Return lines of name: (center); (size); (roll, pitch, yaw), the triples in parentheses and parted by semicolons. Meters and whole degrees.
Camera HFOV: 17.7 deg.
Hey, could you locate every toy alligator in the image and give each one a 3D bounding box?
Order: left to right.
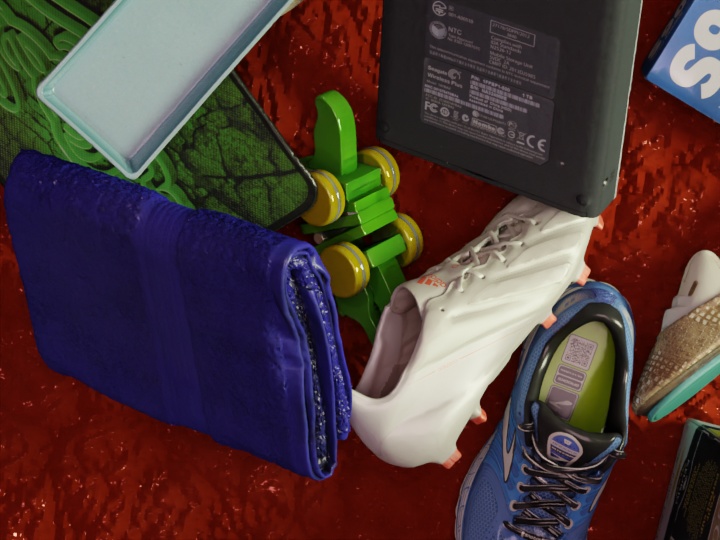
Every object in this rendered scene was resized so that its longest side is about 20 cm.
toy alligator: (0.000, 0.000, 1.277); (0.054, 0.059, 0.201); (-10, 102, 45)

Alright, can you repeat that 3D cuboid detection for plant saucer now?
plant saucer: (-0.078, -0.144, 1.192); (0.070, 0.019, 0.200); (42, 88, -15)

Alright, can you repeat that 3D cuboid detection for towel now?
towel: (-0.094, 0.018, 1.210); (0.199, 0.050, 0.148); (19, 132, 32)

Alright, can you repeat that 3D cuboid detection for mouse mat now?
mouse mat: (-0.136, -0.081, 1.244); (0.161, 0.008, 0.200); (-30, 104, 27)

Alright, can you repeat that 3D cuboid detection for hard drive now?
hard drive: (0.077, -0.136, 1.200); (0.139, 0.033, 0.201); (22, 131, 23)

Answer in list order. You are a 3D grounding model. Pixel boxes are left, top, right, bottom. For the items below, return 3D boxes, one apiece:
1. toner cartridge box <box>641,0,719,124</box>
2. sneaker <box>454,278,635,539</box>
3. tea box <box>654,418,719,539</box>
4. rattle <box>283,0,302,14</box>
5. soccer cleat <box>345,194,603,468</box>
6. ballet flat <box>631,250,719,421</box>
toner cartridge box: (0.244, -0.167, 1.248); (0.095, 0.043, 0.200); (30, 104, -4)
sneaker: (0.101, 0.102, 1.257); (0.078, 0.089, 0.201); (14, 92, 1)
tea box: (0.221, 0.196, 1.206); (0.133, 0.197, 0.201); (14, 93, 0)
rattle: (-0.054, -0.212, 1.279); (0.199, 0.143, 0.131); (-24, 111, -22)
soccer cleat: (0.061, 0.014, 1.240); (0.078, 0.069, 0.200); (41, 72, -22)
ballet flat: (0.219, 0.005, 1.269); (0.200, 0.071, 0.065); (-34, 80, -6)
